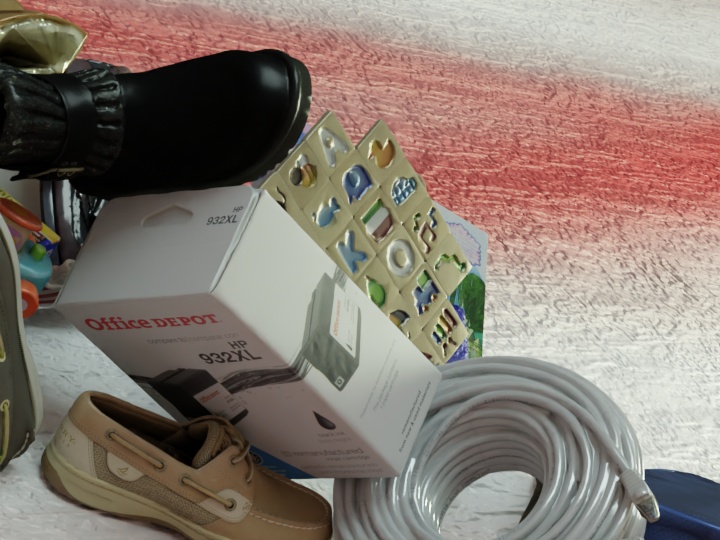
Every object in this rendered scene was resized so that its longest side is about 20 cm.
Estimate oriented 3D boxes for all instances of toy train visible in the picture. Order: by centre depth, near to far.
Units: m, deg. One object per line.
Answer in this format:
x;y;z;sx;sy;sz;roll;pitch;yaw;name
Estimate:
-0.242;-0.057;1.646;0.200;0.056;0.150;43;25;14;toy train

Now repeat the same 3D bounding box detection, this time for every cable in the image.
0.082;0.144;1.658;0.069;0.200;0.200;63;8;-47;cable

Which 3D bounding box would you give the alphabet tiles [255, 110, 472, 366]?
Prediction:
0.000;0.000;1.780;0.006;0.166;0.200;-2;-51;47;alphabet tiles

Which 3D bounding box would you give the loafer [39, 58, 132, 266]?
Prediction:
-0.187;-0.077;1.807;0.063;0.072;0.200;-4;45;-2;loafer

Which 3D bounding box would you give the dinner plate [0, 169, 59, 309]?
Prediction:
-0.249;-0.045;1.821;0.200;0.024;0.200;14;46;-15;dinner plate

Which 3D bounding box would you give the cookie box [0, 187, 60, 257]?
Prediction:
-0.312;-0.023;1.656;0.171;0.075;0.200;38;24;10;cookie box

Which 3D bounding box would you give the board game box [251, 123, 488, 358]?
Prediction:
0.004;0.002;1.964;0.200;0.041;0.200;30;38;-22;board game box

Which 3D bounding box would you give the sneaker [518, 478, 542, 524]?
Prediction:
0.163;0.165;1.878;0.075;0.071;0.200;31;21;0;sneaker

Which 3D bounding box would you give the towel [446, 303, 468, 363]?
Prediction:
-0.006;0.063;1.833;0.200;0.050;0.148;17;58;-30;towel

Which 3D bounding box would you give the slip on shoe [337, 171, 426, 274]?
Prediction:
-0.015;-0.017;1.811;0.076;0.061;0.200;48;35;10;slip on shoe

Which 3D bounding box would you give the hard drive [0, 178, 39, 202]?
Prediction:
-0.292;-0.092;1.921;0.200;0.038;0.140;28;21;-7;hard drive

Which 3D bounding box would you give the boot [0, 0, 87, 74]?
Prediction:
-0.254;-0.155;1.827;0.175;0.066;0.200;-21;16;-39;boot

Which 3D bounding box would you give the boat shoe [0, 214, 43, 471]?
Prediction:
-0.235;0.028;1.529;0.072;0.202;0.060;-4;26;19;boat shoe

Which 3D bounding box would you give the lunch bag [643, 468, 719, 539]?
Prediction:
0.205;0.212;1.731;0.136;0.133;0.200;22;8;37;lunch bag

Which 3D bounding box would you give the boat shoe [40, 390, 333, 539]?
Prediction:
-0.096;0.127;1.630;0.200;0.065;0.071;18;24;-29;boat shoe

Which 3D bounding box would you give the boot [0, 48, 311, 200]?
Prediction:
-0.150;-0.095;1.570;0.158;0.211;0.080;19;62;-49;boot

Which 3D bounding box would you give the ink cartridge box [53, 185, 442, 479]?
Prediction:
-0.069;0.043;1.638;0.145;0.084;0.200;-4;-39;42;ink cartridge box
